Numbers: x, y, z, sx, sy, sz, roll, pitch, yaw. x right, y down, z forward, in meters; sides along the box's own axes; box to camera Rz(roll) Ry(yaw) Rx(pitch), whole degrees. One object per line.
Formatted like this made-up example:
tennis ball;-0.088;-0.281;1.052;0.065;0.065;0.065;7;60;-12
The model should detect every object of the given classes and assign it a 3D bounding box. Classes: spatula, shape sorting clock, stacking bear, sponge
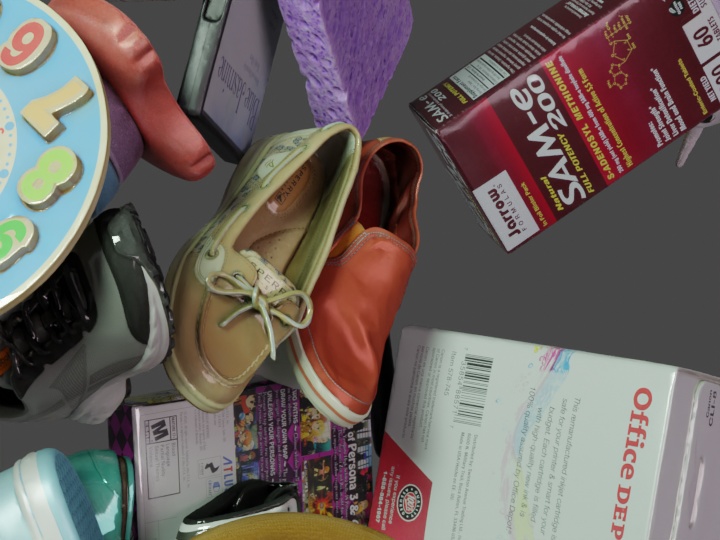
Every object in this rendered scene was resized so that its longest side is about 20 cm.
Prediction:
spatula;0.013;0.024;1.295;0.056;0.021;0.201;-8;102;-27
shape sorting clock;-0.221;-0.058;0.997;0.201;0.199;0.039;-67;160;-12
stacking bear;-0.196;-0.045;1.063;0.200;0.114;0.122;-44;137;-15
sponge;-0.012;-0.178;1.179;0.201;0.030;0.112;73;34;-51

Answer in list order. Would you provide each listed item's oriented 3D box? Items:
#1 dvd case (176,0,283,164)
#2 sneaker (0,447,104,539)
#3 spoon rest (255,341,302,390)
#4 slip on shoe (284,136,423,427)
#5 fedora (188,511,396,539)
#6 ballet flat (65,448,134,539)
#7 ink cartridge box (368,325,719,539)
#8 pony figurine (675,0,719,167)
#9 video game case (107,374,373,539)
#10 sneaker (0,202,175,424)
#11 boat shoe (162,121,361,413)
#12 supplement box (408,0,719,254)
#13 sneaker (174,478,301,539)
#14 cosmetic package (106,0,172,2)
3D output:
dvd case;-0.061;-0.170;1.161;0.143;0.017;0.201;48;56;-80
sneaker;-0.190;0.208;1.084;0.130;0.080;0.201;-18;88;1
spoon rest;-0.071;0.020;1.203;0.199;0.060;0.100;11;62;-45
slip on shoe;0.000;0.000;1.198;0.074;0.061;0.201;36;48;-32
fedora;-0.032;0.220;1.093;0.200;0.200;0.082;-21;137;-36
ballet flat;-0.165;0.202;1.151;0.070;0.067;0.202;-2;97;-15
ink cartridge box;0.132;0.125;1.269;0.144;0.199;0.146;16;84;-55
pony figurine;0.283;-0.177;1.397;0.166;0.199;0.194;-10;94;-56
video game case;-0.069;0.165;1.234;0.180;0.036;0.201;-9;100;-38
sneaker;-0.153;0.033;1.063;0.079;0.200;0.074;-10;66;-29
boat shoe;-0.055;-0.009;1.137;0.073;0.062;0.201;42;48;-28
supplement box;0.145;-0.115;1.314;0.199;0.061;0.109;-35;118;-1
sneaker;-0.029;0.190;1.195;0.200;0.075;0.116;20;85;-36
cosmetic package;-0.121;-0.256;1.105;0.087;0.103;0.201;20;81;-39
